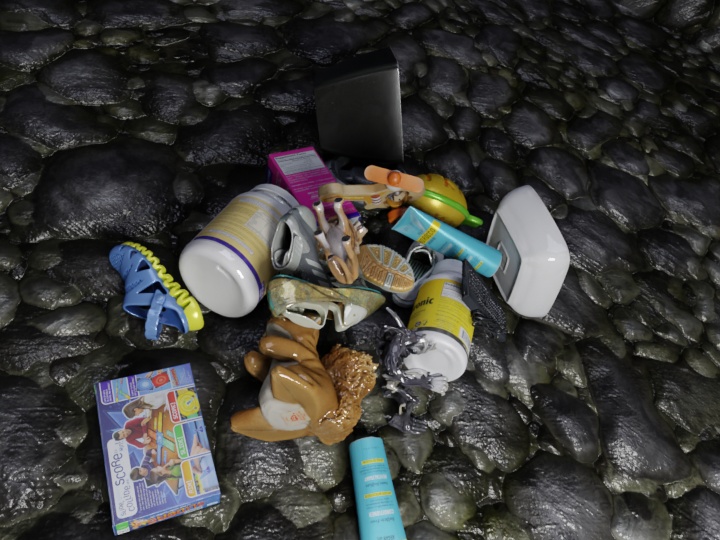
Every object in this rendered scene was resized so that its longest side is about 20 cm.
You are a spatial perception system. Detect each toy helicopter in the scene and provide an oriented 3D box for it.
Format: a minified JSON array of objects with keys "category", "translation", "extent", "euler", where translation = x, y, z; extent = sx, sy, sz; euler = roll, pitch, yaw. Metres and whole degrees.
[{"category":"toy helicopter","translation":[0.024,-0.137,1.046],"extent":[0.196,0.132,0.081],"euler":[-4,77,-23]}]

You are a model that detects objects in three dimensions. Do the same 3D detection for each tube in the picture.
[{"category":"tube","translation":[0.157,-0.053,1.083],"extent":[0.197,0.078,0.051],"euler":[25,52,-12]},{"category":"tube","translation":[0.025,0.332,0.818],"extent":[0.076,0.051,0.203],"euler":[-5,56,-12]}]

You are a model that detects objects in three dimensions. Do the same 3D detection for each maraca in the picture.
[{"category":"maraca","translation":[0.156,-0.124,1.190],"extent":[0.198,0.109,0.136],"euler":[22,-2,-41]}]

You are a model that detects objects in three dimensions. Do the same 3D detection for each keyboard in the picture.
[{"category":"keyboard","translation":[0.223,0.065,1.028],"extent":[0.039,0.200,0.106],"euler":[-11,58,29]}]

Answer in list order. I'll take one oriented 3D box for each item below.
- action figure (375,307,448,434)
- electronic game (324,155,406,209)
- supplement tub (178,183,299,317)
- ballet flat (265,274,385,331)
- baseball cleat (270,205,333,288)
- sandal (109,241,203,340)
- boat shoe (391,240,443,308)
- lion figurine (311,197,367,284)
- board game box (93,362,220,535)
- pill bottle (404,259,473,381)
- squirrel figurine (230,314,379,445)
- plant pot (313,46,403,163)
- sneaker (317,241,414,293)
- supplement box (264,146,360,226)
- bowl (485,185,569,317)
[{"category":"action figure","translation":[0.074,0.140,0.887],"extent":[0.100,0.203,0.120],"euler":[-3,39,1]},{"category":"electronic game","translation":[0.014,-0.193,1.275],"extent":[0.195,0.042,0.202],"euler":[8,40,-7]},{"category":"supplement tub","translation":[-0.188,-0.038,1.005],"extent":[0.143,0.147,0.201],"euler":[27,47,8]},{"category":"ballet flat","translation":[-0.047,0.056,0.891],"extent":[0.197,0.071,0.072],"euler":[11,44,-31]},{"category":"baseball cleat","translation":[-0.099,0.002,0.972],"extent":[0.068,0.204,0.106],"euler":[0,25,31]},{"category":"sandal","translation":[-0.336,0.034,0.945],"extent":[0.199,0.080,0.087],"euler":[40,54,20]},{"category":"boat shoe","translation":[0.119,-0.015,1.134],"extent":[0.072,0.067,0.202],"euler":[23,47,4]},{"category":"lion figurine","translation":[-0.030,-0.032,0.932],"extent":[0.071,0.124,0.202],"euler":[-11,36,9]},{"category":"board game box","translation":[-0.276,0.230,0.814],"extent":[0.133,0.035,0.202],"euler":[-9,53,-23]},{"category":"pill bottle","translation":[0.142,0.078,1.029],"extent":[0.109,0.112,0.202],"euler":[21,46,2]},{"category":"squirrel figurine","translation":[-0.076,0.151,0.905],"extent":[0.197,0.143,0.188],"euler":[23,34,-16]},{"category":"plant pot","translation":[-0.007,-0.345,1.288],"extent":[0.173,0.204,0.201],"euler":[-6,28,1]},{"category":"sneaker","translation":[0.000,0.000,1.065],"extent":[0.196,0.088,0.077],"euler":[19,57,9]},{"category":"supplement box","translation":[-0.096,-0.126,1.142],"extent":[0.102,0.102,0.201],"euler":[-15,55,-27]},{"category":"bowl","translation":[0.293,-0.031,1.121],"extent":[0.073,0.202,0.203],"euler":[-8,52,-10]}]
